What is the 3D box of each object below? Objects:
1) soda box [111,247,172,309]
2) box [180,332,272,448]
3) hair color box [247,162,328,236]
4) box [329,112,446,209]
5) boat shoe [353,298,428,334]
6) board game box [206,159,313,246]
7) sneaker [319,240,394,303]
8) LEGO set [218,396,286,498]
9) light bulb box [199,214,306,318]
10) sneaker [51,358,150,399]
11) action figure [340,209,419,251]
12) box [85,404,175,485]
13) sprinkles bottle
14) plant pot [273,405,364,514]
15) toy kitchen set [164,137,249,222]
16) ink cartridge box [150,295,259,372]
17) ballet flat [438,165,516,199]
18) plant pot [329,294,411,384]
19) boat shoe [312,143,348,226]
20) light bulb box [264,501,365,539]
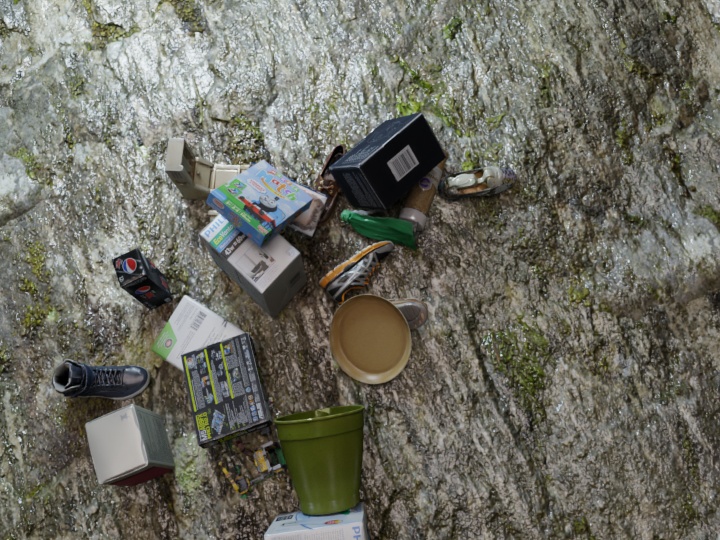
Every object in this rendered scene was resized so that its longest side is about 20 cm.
[{"bbox_3d":[-0.491,0.023,1.600,0.062,0.201,0.072,-23,73,-5],"label":"soda box"},{"bbox_3d":[-0.286,0.253,1.504,0.156,0.044,0.204,-18,67,-1],"label":"box"},{"bbox_3d":[-0.182,-0.167,1.654,0.196,0.061,0.102,23,97,-5],"label":"hair color box"},{"bbox_3d":[0.059,-0.250,1.632,0.199,0.196,0.125,-40,111,-14],"label":"box"},{"bbox_3d":[0.065,0.102,1.620,0.194,0.072,0.078,-1,106,19],"label":"boat shoe"},{"bbox_3d":[-0.213,-0.150,1.520,0.150,0.037,0.200,37,39,6],"label":"board game box"},{"bbox_3d":[0.000,0.000,1.655,0.198,0.078,0.078,-35,88,-4],"label":"sneaker"},{"bbox_3d":[-0.242,0.379,1.524,0.149,0.116,0.205,-14,73,-1],"label":"LEGO set"},{"bbox_3d":[-0.237,-0.026,1.595,0.199,0.199,0.125,42,76,12],"label":"light bulb box"},{"bbox_3d":[-0.582,0.241,1.570,0.196,0.147,0.079,-6,71,-1],"label":"sneaker"},{"bbox_3d":[0.042,-0.110,1.673,0.195,0.119,0.056,16,60,17],"label":"action figure"},{"bbox_3d":[-0.483,0.375,1.495,0.106,0.201,0.131,-20,72,-4],"label":"box"},{"bbox_3d":[0.153,-0.200,1.703,0.067,0.068,0.205,18,75,8],"label":"sprinkles bottle"},{"bbox_3d":[-0.076,0.399,1.486,0.194,0.200,0.199,-7,85,1],"label":"plant pot"},{"bbox_3d":[-0.344,-0.193,1.668,0.194,0.181,0.168,2,74,3],"label":"toy kitchen set"},{"bbox_3d":[-0.350,0.176,1.608,0.197,0.084,0.148,30,78,11],"label":"ink cartridge box"},{"bbox_3d":[0.285,-0.215,1.701,0.194,0.072,0.074,-12,73,-1],"label":"ballet flat"},{"bbox_3d":[0.024,0.152,1.587,0.194,0.027,0.206,4,101,18],"label":"plant pot"},{"bbox_3d":[-0.080,-0.211,1.718,0.068,0.070,0.205,16,76,4],"label":"boat shoe"},{"bbox_3d":[-0.078,0.559,1.416,0.194,0.198,0.129,-8,83,0],"label":"light bulb box"}]
